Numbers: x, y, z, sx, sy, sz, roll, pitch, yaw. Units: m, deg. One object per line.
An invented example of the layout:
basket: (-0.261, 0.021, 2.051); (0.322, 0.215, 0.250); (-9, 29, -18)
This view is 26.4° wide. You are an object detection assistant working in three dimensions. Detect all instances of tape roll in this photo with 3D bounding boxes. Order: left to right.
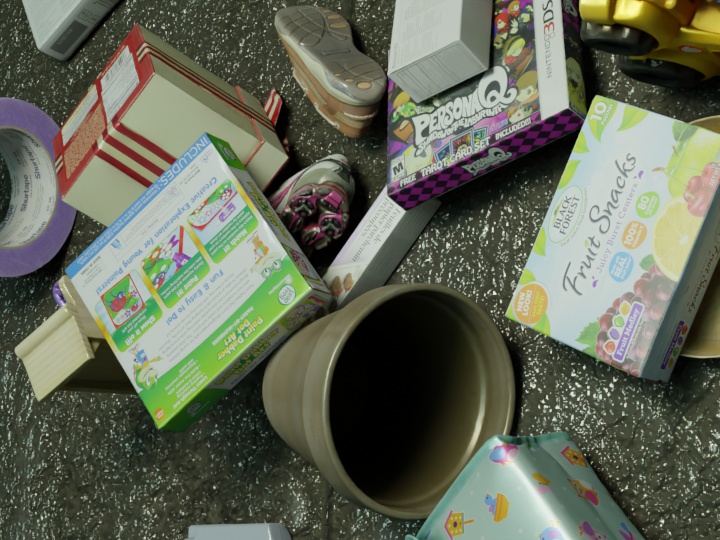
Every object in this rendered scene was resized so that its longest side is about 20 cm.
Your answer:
tape roll: (-0.419, -0.093, 1.724); (0.085, 0.200, 0.200); (3, 81, 39)

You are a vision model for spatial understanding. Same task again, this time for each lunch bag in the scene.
lunch bag: (0.126, 0.255, 1.242); (0.200, 0.122, 0.170); (-52, 54, 27)

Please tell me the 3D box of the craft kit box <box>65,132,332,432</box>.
craft kit box: (-0.153, 0.011, 1.412); (0.200, 0.049, 0.198); (-42, 61, 15)

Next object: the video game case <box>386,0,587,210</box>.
video game case: (0.110, -0.168, 1.390); (0.200, 0.036, 0.181); (-24, 48, 33)

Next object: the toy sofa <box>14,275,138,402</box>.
toy sofa: (-0.243, 0.076, 1.537); (0.083, 0.200, 0.098); (-38, 64, 26)

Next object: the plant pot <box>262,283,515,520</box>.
plant pot: (0.005, 0.110, 1.348); (0.173, 0.200, 0.200); (-1, 78, 55)

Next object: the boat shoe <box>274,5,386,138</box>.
boat shoe: (-0.037, -0.199, 1.522); (0.200, 0.076, 0.072); (-120, 30, -48)

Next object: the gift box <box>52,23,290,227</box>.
gift box: (-0.183, -0.127, 1.550); (0.185, 0.187, 0.200); (-49, 27, 17)

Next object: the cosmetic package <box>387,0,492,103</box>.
cosmetic package: (0.078, -0.254, 1.418); (0.083, 0.051, 0.200); (-21, 46, 33)

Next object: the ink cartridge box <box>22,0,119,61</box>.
ink cartridge box: (-0.345, -0.373, 1.847); (0.162, 0.050, 0.200); (-43, 47, 24)

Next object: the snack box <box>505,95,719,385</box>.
snack box: (0.219, -0.027, 1.247); (0.142, 0.053, 0.200); (25, 95, 42)

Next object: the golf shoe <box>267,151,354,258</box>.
golf shoe: (-0.073, -0.039, 1.525); (0.200, 0.073, 0.092); (-37, 23, 34)

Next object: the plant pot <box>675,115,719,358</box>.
plant pot: (0.290, -0.026, 1.241); (0.200, 0.027, 0.200); (-11, 72, 38)

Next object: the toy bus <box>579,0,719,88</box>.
toy bus: (0.286, -0.213, 1.189); (0.192, 0.200, 0.136); (16, 89, 33)

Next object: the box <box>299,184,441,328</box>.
box: (0.000, 0.000, 1.462); (0.039, 0.041, 0.200); (46, 109, 37)

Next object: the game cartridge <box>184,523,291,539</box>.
game cartridge: (-0.117, 0.344, 1.471); (0.133, 0.041, 0.200); (-9, 73, 41)
